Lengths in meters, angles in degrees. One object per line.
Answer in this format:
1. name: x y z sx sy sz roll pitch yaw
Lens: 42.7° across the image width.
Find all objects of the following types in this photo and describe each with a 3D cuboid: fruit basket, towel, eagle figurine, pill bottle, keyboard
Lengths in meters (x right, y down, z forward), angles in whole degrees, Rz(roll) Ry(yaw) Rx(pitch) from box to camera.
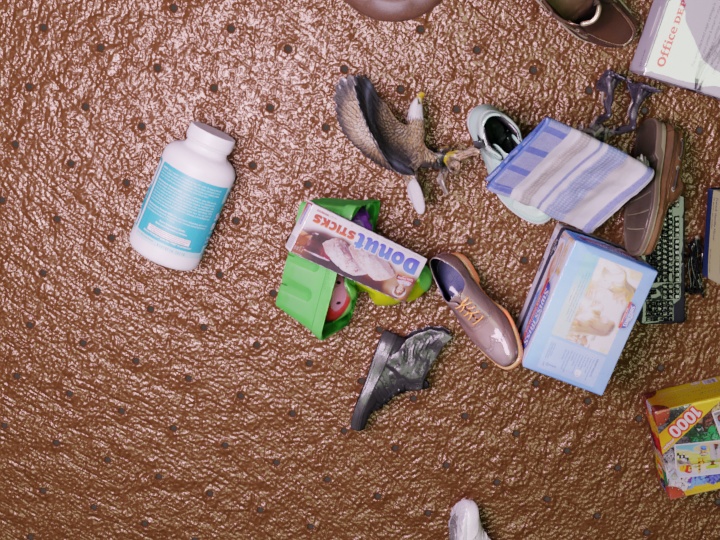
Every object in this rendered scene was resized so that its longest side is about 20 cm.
1. fruit basket: 0.000 0.000 1.350 0.213 0.155 0.219 3 99 18
2. towel: 0.289 -0.126 1.273 0.198 0.024 0.147 20 136 -24
3. eagle figurine: 0.050 -0.191 1.302 0.198 0.152 0.152 19 140 -16
4. pill bottle: -0.251 -0.110 1.339 0.110 0.111 0.202 25 103 -4
5. keyboard: 0.466 -0.016 1.380 0.103 0.040 0.203 -5 104 3

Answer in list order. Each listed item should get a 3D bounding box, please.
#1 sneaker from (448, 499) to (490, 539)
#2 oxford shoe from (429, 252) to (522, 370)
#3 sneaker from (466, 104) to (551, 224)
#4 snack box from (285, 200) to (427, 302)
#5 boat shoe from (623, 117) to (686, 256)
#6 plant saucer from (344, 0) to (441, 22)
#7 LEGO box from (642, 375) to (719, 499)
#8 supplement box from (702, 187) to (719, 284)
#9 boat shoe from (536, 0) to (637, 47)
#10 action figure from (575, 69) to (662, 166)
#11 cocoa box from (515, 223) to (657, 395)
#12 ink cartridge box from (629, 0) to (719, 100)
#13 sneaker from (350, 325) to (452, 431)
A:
1. sneaker: 0.196 0.453 1.486 0.098 0.078 0.203 -7 112 -4
2. oxford shoe: 0.161 0.061 1.343 0.071 0.073 0.201 -45 66 23
3. sneaker: 0.219 -0.142 1.316 0.073 0.118 0.201 -34 101 7
4. snack box: -0.003 -0.024 1.268 0.198 0.024 0.073 24 96 -29
5. boat shoe: 0.429 -0.115 1.318 0.067 0.072 0.203 13 84 -19
6. plant saucer: 0.047 -0.453 1.290 0.197 0.037 0.203 0 102 1
7. LEGO box: 0.552 0.249 1.419 0.197 0.077 0.151 -14 102 5
8. supplement box: 0.614 -0.038 1.277 0.197 0.200 0.136 -3 103 -5
9. boat shoe: 0.304 -0.351 1.255 0.200 0.075 0.075 19 121 -26
10. action figure: 0.346 -0.178 1.314 0.117 0.102 0.202 18 102 -15
11. cocoa box: 0.322 0.055 1.352 0.132 0.131 0.202 20 103 -3
12. ink cartridge box: 0.499 -0.318 1.284 0.197 0.084 0.147 16 103 -2
13. sneaker: 0.060 0.170 1.422 0.103 0.060 0.202 20 100 1
